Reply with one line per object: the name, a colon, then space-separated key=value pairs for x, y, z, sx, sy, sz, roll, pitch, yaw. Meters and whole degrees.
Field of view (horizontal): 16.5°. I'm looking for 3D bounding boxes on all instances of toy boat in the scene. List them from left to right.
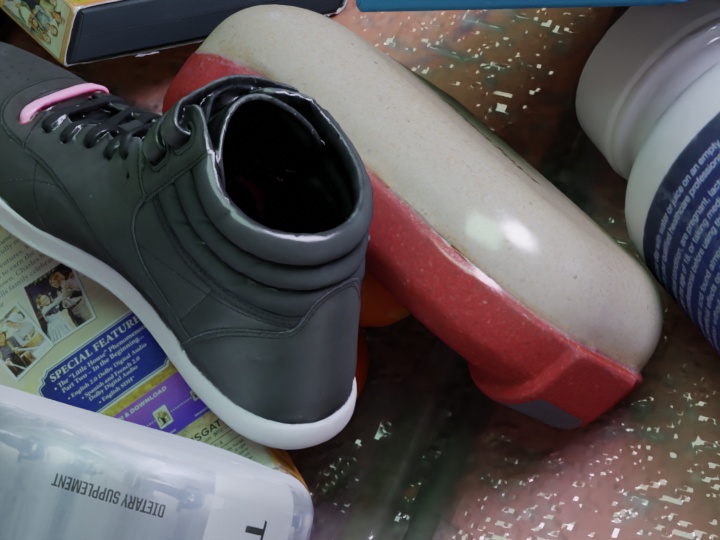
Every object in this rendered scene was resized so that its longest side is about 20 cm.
toy boat: x=0.000 y=0.000 z=0.880 sx=0.131 sy=0.131 sz=0.200 roll=-51 pitch=58 yaw=8

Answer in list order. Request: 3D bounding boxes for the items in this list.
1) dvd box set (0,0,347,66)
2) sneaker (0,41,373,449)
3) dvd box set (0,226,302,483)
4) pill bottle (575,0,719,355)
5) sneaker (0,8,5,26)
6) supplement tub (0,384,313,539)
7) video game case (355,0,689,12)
dvd box set: x=-0.117 y=-0.157 z=1.015 sx=0.146 sy=0.029 sz=0.200 roll=-17 pitch=47 yaw=-41
sneaker: x=-0.065 y=-0.040 z=0.813 sx=0.071 sy=0.099 sz=0.200 roll=-27 pitch=58 yaw=-39
dvd box set: x=-0.123 y=0.042 z=0.872 sx=0.146 sy=0.029 sz=0.200 roll=-36 pitch=55 yaw=4
pill bottle: x=0.161 y=-0.012 z=0.852 sx=0.111 sy=0.111 sz=0.200 roll=-28 pitch=55 yaw=-12
sneaker: x=-0.219 y=-0.080 z=0.972 sx=0.088 sy=0.074 sz=0.200 roll=2 pitch=27 yaw=23
supplement tub: x=-0.097 y=0.141 z=0.735 sx=0.122 sy=0.123 sz=0.200 roll=15 pitch=87 yaw=19
video game case: x=0.115 y=-0.120 z=0.904 sx=0.143 sy=0.018 sz=0.200 roll=5 pitch=18 yaw=43
